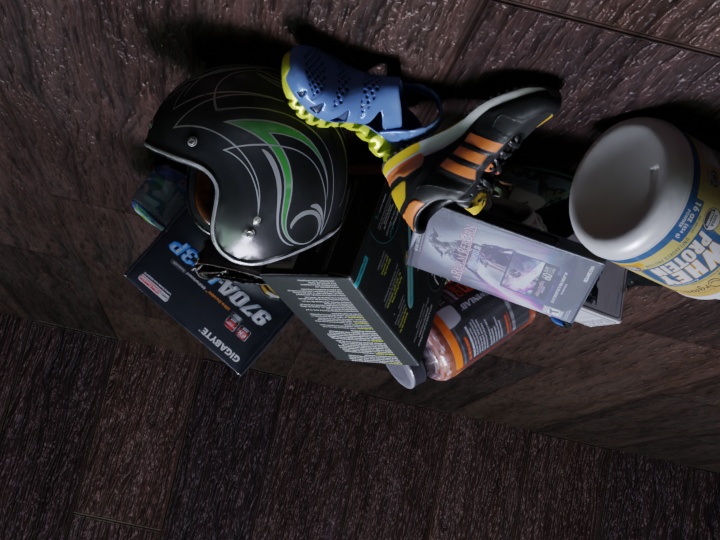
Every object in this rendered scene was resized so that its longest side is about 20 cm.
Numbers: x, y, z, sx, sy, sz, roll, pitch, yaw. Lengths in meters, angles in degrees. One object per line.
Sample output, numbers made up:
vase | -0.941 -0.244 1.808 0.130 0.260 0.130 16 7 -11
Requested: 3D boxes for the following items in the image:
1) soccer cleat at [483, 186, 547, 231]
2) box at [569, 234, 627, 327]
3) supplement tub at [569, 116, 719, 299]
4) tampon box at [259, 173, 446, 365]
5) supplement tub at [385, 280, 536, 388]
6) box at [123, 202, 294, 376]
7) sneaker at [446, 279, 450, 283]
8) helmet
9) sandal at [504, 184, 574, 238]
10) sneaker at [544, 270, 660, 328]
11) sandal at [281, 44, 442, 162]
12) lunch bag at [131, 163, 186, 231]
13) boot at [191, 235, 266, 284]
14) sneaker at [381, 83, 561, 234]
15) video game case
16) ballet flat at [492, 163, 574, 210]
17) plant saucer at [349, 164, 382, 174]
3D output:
soccer cleat | 0.183 -0.027 1.289 0.200 0.070 0.086 29 141 -29
box | 0.246 -0.010 1.467 0.200 0.117 0.060 18 162 -27
supplement tub | 0.324 -0.055 1.161 0.200 0.145 0.145 21 164 -32
tampon box | 0.000 0.000 1.392 0.126 0.150 0.200 2 148 31
supplement tub | 0.124 0.071 1.494 0.107 0.200 0.107 46 156 28
box | -0.178 0.011 1.496 0.200 0.159 0.046 42 176 -6
sneaker | 0.164 -0.006 1.606 0.067 0.090 0.200 17 165 -16
helmet | -0.113 -0.118 1.188 0.199 0.191 0.200 -13 -161 4
sandal | 0.163 -0.078 1.372 0.199 0.076 0.043 2 168 -6
sneaker | 0.316 0.030 1.576 0.199 0.112 0.073 9 167 10
sandal | 0.007 -0.171 1.135 0.087 0.080 0.200 -19 153 41
lunch bag | -0.218 -0.062 1.595 0.200 0.083 0.161 36 174 -6
boot | -0.165 -0.073 1.411 0.200 0.174 0.069 14 162 25
sneaker | 0.118 -0.105 1.132 0.200 0.090 0.070 -26 165 28
video game case | 0.151 -0.013 1.242 0.200 0.019 0.143 19 153 5
ballet flat | 0.149 -0.093 1.322 0.199 0.074 0.074 12 166 -3
plant saucer | 0.039 -0.086 1.481 0.200 0.051 0.201 12 166 3
